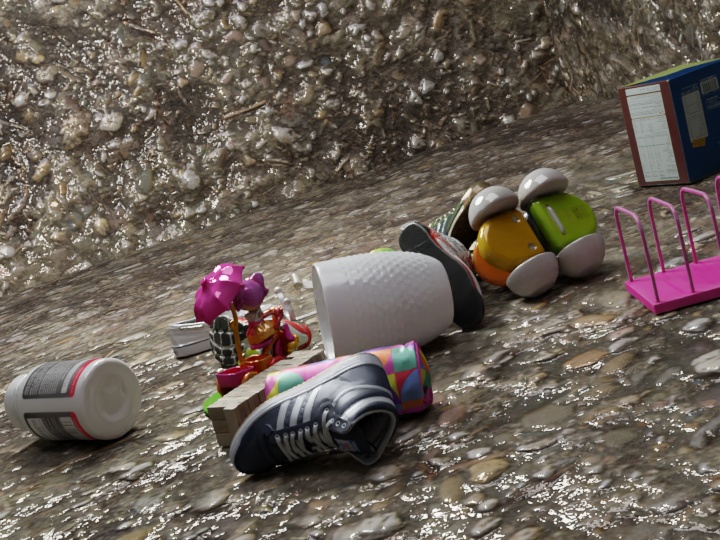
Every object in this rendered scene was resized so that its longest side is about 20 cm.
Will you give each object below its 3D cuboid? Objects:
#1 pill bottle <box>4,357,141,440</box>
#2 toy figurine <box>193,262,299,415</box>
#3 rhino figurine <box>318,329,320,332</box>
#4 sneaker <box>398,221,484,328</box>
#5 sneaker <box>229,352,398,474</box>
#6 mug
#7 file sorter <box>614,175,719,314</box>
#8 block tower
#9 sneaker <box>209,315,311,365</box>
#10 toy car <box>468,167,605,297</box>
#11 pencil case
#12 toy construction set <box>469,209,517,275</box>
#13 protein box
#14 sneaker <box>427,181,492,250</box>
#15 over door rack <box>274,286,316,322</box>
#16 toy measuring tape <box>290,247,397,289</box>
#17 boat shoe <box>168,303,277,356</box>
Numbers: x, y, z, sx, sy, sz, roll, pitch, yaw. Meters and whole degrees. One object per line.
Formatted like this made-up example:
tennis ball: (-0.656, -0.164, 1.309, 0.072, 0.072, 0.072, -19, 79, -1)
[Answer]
pill bottle: (-0.412, 0.183, 1.512, 0.198, 0.112, 0.110, -7, 14, 37)
toy figurine: (-0.152, 0.076, 1.480, 0.149, 0.187, 0.199, -5, 15, 42)
rhino figurine: (0.019, 0.059, 1.633, 0.198, 0.060, 0.087, -24, -7, -31)
sneaker: (0.144, 0.011, 1.576, 0.107, 0.202, 0.067, 18, -62, -49)
sneaker: (-0.048, 0.177, 1.143, 0.199, 0.070, 0.109, -34, 37, 3)
mug: (0.031, 0.056, 1.487, 0.173, 0.150, 0.200, -11, -20, -9)
file sorter: (0.443, -0.044, 1.382, 0.197, 0.127, 0.139, -15, 11, 2)
block tower: (-0.111, 0.159, 1.359, 0.057, 0.055, 0.199, -8, 13, 36)
sneaker: (-0.157, 0.109, 1.669, 0.198, 0.078, 0.084, 1, 0, 41)
toy car: (0.260, -0.041, 1.624, 0.198, 0.176, 0.151, -21, -25, -17)
pencil case: (-0.014, 0.143, 1.242, 0.197, 0.090, 0.088, -16, 11, 10)
toy construction set: (0.173, -0.038, 1.813, 0.198, 0.092, 0.132, -16, 33, 40)
protein box: (0.638, -0.291, 2.102, 0.197, 0.203, 0.134, -22, 13, -30)
sneaker: (0.141, -0.066, 1.701, 0.066, 0.202, 0.090, 2, 33, -34)
over door rack: (-0.067, 0.039, 1.753, 0.146, 0.068, 0.200, -18, -1, -10)
toy measuring tape: (0.000, 0.000, 1.553, 0.197, 0.075, 0.073, 4, 3, -23)
boat shoe: (-0.232, 0.087, 1.839, 0.198, 0.066, 0.073, -20, 12, -18)
